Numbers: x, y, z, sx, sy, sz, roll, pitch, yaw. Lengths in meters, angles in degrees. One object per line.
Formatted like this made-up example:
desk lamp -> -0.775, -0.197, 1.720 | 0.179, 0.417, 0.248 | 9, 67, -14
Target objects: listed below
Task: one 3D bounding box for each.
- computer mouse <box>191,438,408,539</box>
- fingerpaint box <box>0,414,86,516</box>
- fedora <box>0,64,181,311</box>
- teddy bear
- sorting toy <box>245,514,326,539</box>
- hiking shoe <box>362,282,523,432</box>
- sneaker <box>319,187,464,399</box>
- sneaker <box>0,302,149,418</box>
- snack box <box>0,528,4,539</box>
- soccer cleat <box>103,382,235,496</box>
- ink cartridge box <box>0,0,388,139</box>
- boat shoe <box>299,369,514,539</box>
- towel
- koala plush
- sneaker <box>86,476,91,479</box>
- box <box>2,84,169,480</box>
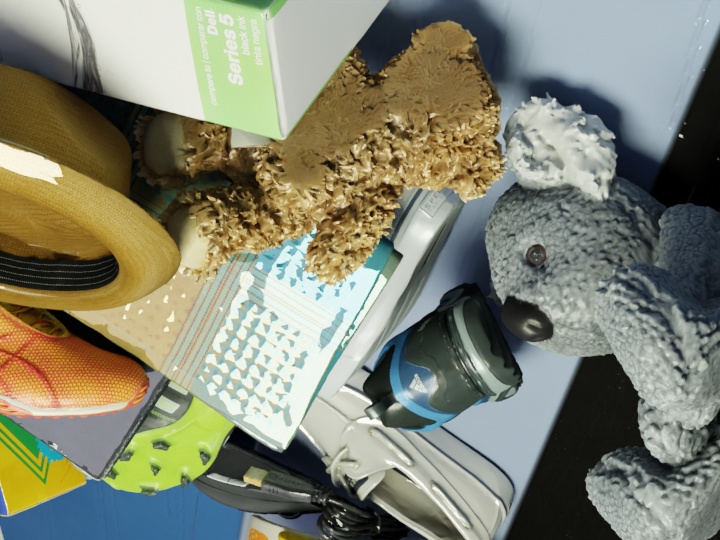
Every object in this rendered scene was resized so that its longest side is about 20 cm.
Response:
computer mouse -> -0.072, 0.157, 1.255 | 0.199, 0.046, 0.140 | 23, 176, 20
fingerpaint box -> -0.305, 0.094, 1.315 | 0.200, 0.073, 0.167 | -7, 100, 50
fedora -> -0.184, -0.050, 0.908 | 0.200, 0.082, 0.201 | 11, 155, 5
teddy bear -> -0.023, -0.064, 0.939 | 0.145, 0.200, 0.067 | 56, 178, 18
sorting toy -> -0.004, 0.284, 1.248 | 0.199, 0.181, 0.107 | 11, 176, 4
hiking shoe -> 0.043, 0.053, 1.029 | 0.075, 0.086, 0.200 | 64, -177, 8
sneaker -> 0.000, 0.000, 1.084 | 0.071, 0.073, 0.200 | 37, 134, 9
sneaker -> -0.216, 0.034, 1.012 | 0.199, 0.073, 0.077 | 17, 103, 3
snack box -> -0.318, 0.169, 1.264 | 0.142, 0.053, 0.201 | 6, 113, 48
soccer cleat -> -0.113, 0.087, 1.215 | 0.067, 0.081, 0.200 | 31, 128, -23
ink cartridge box -> -0.098, -0.161, 0.904 | 0.199, 0.146, 0.084 | 16, 139, 21
boat shoe -> 0.009, 0.129, 1.210 | 0.200, 0.066, 0.072 | 36, 143, -5
towel -> -0.092, -0.006, 0.996 | 0.200, 0.022, 0.147 | 32, 111, 1
koala plush -> 0.147, 0.011, 0.937 | 0.200, 0.184, 0.178 | 34, 146, 34
sneaker -> -0.197, 0.113, 1.336 | 0.086, 0.078, 0.200 | 1, 161, -34
box -> -0.177, -0.016, 1.084 | 0.196, 0.117, 0.200 | 35, 115, -2
